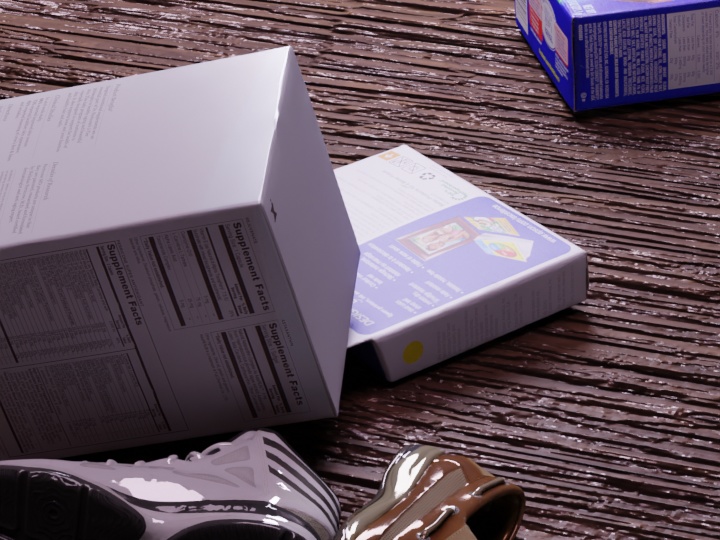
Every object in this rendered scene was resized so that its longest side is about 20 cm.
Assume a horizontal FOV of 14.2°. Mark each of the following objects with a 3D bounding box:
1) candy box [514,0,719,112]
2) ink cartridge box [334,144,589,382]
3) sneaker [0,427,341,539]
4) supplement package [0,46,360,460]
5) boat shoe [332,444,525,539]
[{"bbox_3d":[0.222,-0.187,2.011,0.200,0.077,0.169,-8,28,-9],"label":"candy box"},{"bbox_3d":[0.000,0.000,1.728,0.200,0.047,0.198,-22,34,-26],"label":"ink cartridge box"},{"bbox_3d":[-0.106,0.125,1.493,0.200,0.076,0.115,10,21,9],"label":"sneaker"},{"bbox_3d":[-0.119,-0.006,1.586,0.200,0.151,0.152,-9,36,13],"label":"supplement package"},{"bbox_3d":[0.031,0.149,1.411,0.074,0.076,0.200,8,31,16],"label":"boat shoe"}]
